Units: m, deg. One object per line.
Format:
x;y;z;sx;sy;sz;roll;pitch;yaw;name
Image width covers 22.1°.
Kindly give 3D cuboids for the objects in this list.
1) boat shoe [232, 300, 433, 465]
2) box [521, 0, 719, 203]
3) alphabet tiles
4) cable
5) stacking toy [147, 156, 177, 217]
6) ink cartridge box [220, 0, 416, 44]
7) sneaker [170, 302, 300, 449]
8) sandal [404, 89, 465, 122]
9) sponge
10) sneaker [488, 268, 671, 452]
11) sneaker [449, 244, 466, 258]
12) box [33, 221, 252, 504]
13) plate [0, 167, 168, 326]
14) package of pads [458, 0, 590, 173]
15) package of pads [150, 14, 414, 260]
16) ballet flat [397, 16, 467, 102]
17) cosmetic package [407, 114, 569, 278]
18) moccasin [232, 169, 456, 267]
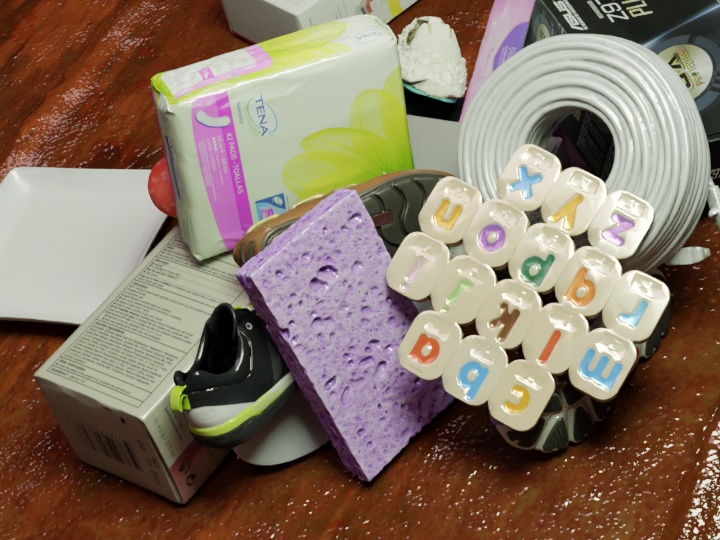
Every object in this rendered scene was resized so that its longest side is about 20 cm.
-0.024;0.085;1.484;0.200;0.069;0.057;-38;10;-12;boat shoe
0.253;-0.153;1.546;0.164;0.086;0.200;-14;53;-21;box
0.123;0.012;1.368;0.200;0.015;0.196;28;85;19;alphabet tiles
0.170;-0.083;1.424;0.200;0.069;0.200;-18;81;28;cable
-0.121;-0.089;1.604;0.085;0.085;0.200;6;19;26;stacking toy
-0.027;-0.305;1.877;0.200;0.083;0.145;-39;45;-21;ink cartridge box
-0.074;0.050;1.415;0.072;0.083;0.200;-2;37;40;sneaker
0.009;-0.163;1.679;0.200;0.043;0.076;1;22;-20;sandal
-0.006;0.050;1.407;0.112;0.200;0.030;-40;26;-24;sponge
0.163;0.068;1.434;0.083;0.081;0.200;8;38;45;sneaker
0.000;0.000;1.544;0.200;0.075;0.088;-1;30;33;sneaker
-0.144;0.071;1.502;0.128;0.109;0.200;18;53;35;box
-0.275;-0.018;1.703;0.199;0.032;0.200;3;46;22;plate
0.165;-0.170;1.668;0.120;0.076;0.200;0;45;19;package of pads
-0.060;-0.112;1.484;0.200;0.155;0.068;-18;34;-14;package of pads
0.060;-0.200;1.687;0.072;0.072;0.200;-20;14;-1;ballet flat
0.073;-0.067;1.586;0.200;0.090;0.107;12;53;26;cosmetic package
-0.005;-0.034;1.459;0.201;0.074;0.078;-24;17;-24;moccasin
